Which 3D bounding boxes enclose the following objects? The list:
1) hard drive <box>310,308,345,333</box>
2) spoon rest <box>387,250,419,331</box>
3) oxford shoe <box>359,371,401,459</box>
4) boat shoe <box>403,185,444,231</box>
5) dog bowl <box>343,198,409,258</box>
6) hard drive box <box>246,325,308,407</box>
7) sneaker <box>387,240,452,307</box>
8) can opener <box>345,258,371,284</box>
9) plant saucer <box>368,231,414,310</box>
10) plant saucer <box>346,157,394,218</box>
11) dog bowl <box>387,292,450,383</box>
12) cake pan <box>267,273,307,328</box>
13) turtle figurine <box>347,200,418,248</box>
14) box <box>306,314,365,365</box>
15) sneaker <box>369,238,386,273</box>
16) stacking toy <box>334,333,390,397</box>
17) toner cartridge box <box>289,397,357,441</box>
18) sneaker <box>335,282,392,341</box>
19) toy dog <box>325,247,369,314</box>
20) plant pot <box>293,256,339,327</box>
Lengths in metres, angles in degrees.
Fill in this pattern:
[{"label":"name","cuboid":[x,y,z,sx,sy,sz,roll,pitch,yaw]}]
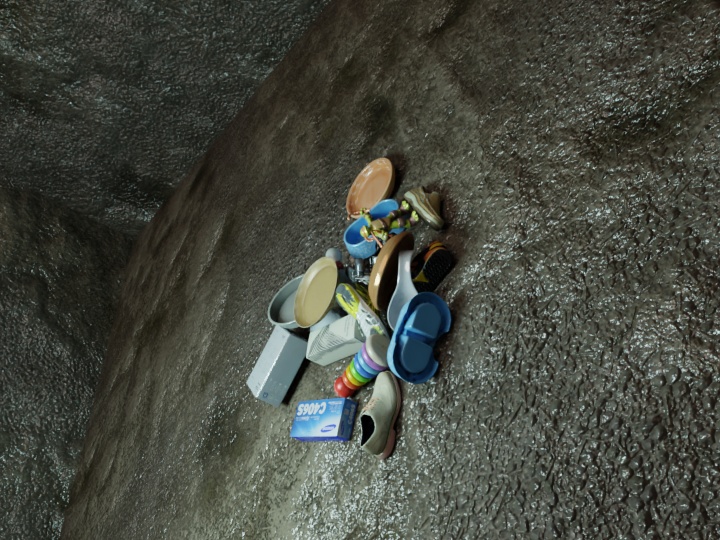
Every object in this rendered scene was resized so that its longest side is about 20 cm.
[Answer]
[{"label":"hard drive","cuboid":[-0.098,0.110,1.820,0.132,0.027,0.201,-41,36,29]},{"label":"spoon rest","cuboid":[0.107,0.056,1.456,0.099,0.061,0.201,-2,96,15]},{"label":"oxford shoe","cuboid":[0.040,0.310,1.407,0.071,0.074,0.201,-31,42,40]},{"label":"boat shoe","cuboid":[0.175,-0.172,1.625,0.076,0.072,0.200,-38,36,5]},{"label":"dog bowl","cuboid":[0.039,-0.118,1.730,0.200,0.050,0.112,-38,43,3]},{"label":"hard drive box","cuboid":[-0.237,0.268,1.818,0.201,0.077,0.156,-63,21,-3]},{"label":"sneaker","cuboid":[0.139,0.014,1.529,0.200,0.070,0.090,-48,20,17]},{"label":"can opener","cuboid":[0.000,0.000,1.612,0.200,0.052,0.067,-167,74,-80]},{"label":"plant saucer","cuboid":[0.071,-0.002,1.524,0.037,0.200,0.201,21,81,19]},{"label":"plant saucer","cuboid":[0.036,-0.240,1.891,0.200,0.037,0.201,-34,40,35]},{"label":"dog bowl","cuboid":[0.124,0.147,1.382,0.050,0.111,0.201,-18,49,66]},{"label":"cake pan","cuboid":[-0.176,0.090,1.829,0.199,0.037,0.201,-24,35,18]},{"label":"turtle figurine","cuboid":[0.066,-0.113,1.623,0.161,0.065,0.200,-21,33,-14]},{"label":"box","cuboid":[-0.053,0.180,1.656,0.200,0.068,0.083,-30,43,41]},{"label":"sneaker","cuboid":[0.046,0.008,1.646,0.074,0.080,0.201,-3,64,52]},{"label":"stacking toy","cuboid":[-0.001,0.238,1.518,0.200,0.085,0.086,-47,32,34]},{"label":"toner cartridge box","cuboid":[-0.094,0.373,1.580,0.200,0.043,0.095,-18,51,48]},{"label":"sneaker","cuboid":[0.026,0.102,1.561,0.200,0.084,0.075,53,134,17]},{"label":"toy dog","cuboid":[-0.049,0.039,1.748,0.097,0.131,0.201,96,-179,-50]},{"label":"plant pot","cuboid":[-0.113,0.061,1.695,0.200,0.027,0.201,-35,41,39]}]
